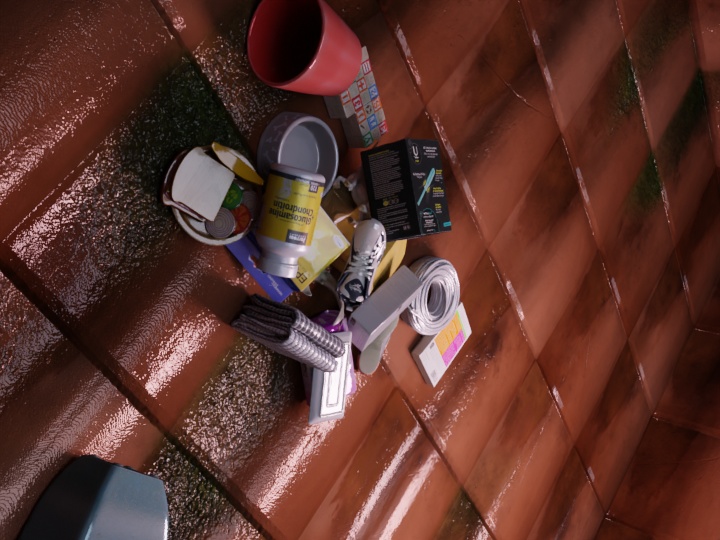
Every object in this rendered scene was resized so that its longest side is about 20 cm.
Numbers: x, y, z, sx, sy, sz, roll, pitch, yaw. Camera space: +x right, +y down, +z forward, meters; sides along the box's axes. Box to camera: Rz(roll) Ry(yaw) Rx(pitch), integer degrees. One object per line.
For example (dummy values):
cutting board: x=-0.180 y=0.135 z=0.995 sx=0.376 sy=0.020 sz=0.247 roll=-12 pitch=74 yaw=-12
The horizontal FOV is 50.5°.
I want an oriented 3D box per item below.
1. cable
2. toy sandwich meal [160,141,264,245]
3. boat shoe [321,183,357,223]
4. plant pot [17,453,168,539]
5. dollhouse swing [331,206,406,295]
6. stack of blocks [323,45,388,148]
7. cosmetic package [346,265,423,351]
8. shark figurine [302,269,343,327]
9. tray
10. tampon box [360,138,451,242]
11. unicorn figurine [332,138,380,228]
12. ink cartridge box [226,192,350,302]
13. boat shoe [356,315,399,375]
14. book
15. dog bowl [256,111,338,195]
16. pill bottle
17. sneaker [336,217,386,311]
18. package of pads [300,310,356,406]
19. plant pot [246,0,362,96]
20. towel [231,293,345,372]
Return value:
cable: x=0.181 y=0.067 z=1.994 sx=0.201 sy=0.068 sz=0.202 roll=-53 pitch=132 yaw=-27
toy sandwich meal: x=-0.270 y=-0.147 z=1.435 sx=0.200 sy=0.070 sz=0.212 roll=0 pitch=90 yaw=-26
boat shoe: x=-0.076 y=-0.130 z=1.685 sx=0.072 sy=0.069 sz=0.200 roll=57 pitch=44 yaw=-8
plant pot: x=-0.448 y=0.441 z=1.331 sx=0.195 sy=0.193 sz=0.205 roll=36 pitch=65 yaw=-44
dollhouse swing: x=0.015 y=-0.054 z=1.817 sx=0.180 sy=0.176 sz=0.202 roll=37 pitch=67 yaw=0
stack of blocks: x=-0.017 y=-0.378 z=1.695 sx=0.115 sy=0.058 sz=0.204 roll=-40 pitch=125 yaw=-33
cosmetic package: x=0.053 y=0.088 z=1.797 sx=0.200 sy=0.074 sz=0.102 roll=-44 pitch=169 yaw=-28
shark figurine: x=-0.099 y=0.021 z=1.666 sx=0.212 sy=0.089 sz=0.130 roll=34 pitch=80 yaw=-12
tray: x=-0.062 y=0.241 z=1.701 sx=0.105 sy=0.022 sz=0.206 roll=-2 pitch=101 yaw=-42
tampon box: x=0.101 y=-0.173 z=1.667 sx=0.148 sy=0.124 sz=0.206 roll=-9 pitch=90 yaw=-55
unicorn figurine: x=0.001 y=-0.180 z=1.698 sx=0.137 sy=0.072 sz=0.206 roll=-24 pitch=105 yaw=-59
ink cartridge box: x=-0.152 y=-0.061 z=1.557 sx=0.200 sy=0.047 sz=0.199 roll=-44 pitch=115 yaw=-9
boat shoe: x=0.042 y=0.160 z=1.874 sx=0.063 sy=0.069 sz=0.205 roll=101 pitch=9 yaw=-78
book: x=0.226 y=0.199 z=2.088 sx=0.201 sy=0.047 sz=0.135 roll=-50 pitch=132 yaw=-26
dog bowl: x=-0.125 y=-0.235 z=1.612 sx=0.197 sy=0.058 sz=0.206 roll=-12 pitch=106 yaw=-45
pill bottle: x=-0.140 y=-0.096 z=1.471 sx=0.110 sy=0.111 sz=0.206 roll=6 pitch=100 yaw=-46
sneaker: x=0.000 y=0.000 z=1.602 sx=0.131 sy=0.078 sz=0.201 roll=-81 pitch=-167 yaw=-50
package of pads: x=-0.077 y=0.206 z=1.747 sx=0.119 sy=0.074 sz=0.206 roll=-25 pitch=116 yaw=-42
plant pot: x=-0.099 y=-0.441 z=1.514 sx=0.176 sy=0.196 sz=0.207 roll=7 pitch=94 yaw=-56
towel: x=-0.144 y=0.128 z=1.570 sx=0.165 sy=0.197 sz=0.087 roll=36 pitch=74 yaw=-42
